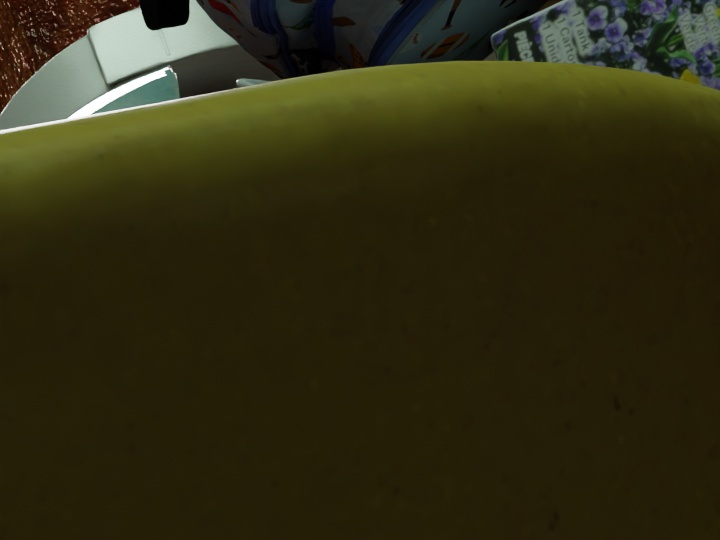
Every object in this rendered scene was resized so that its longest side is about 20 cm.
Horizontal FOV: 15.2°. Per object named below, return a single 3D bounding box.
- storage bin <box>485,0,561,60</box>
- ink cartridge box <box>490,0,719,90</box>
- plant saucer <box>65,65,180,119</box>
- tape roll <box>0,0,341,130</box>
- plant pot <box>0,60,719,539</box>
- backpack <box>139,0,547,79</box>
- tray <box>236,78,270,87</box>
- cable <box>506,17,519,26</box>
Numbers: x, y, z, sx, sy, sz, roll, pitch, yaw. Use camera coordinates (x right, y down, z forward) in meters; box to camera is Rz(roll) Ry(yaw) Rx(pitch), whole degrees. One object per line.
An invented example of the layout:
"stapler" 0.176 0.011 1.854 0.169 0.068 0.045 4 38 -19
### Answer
"storage bin" 0.104 -0.134 1.153 0.094 0.200 0.199 -18 11 37
"ink cartridge box" 0.149 -0.074 0.752 0.200 0.050 0.109 -22 -14 26
"plant saucer" -0.120 0.015 0.977 0.039 0.201 0.201 20 0 -14
"tape roll" -0.068 -0.043 1.179 0.203 0.037 0.203 -15 -36 -11
"plant pot" -0.010 0.058 0.453 0.200 0.194 0.195 -18 6 -25
"backpack" 0.009 -0.150 0.947 0.200 0.154 0.191 -49 -16 -2
"tray" 0.060 -0.018 0.849 0.200 0.022 0.107 26 16 38
"cable" 0.124 -0.061 0.904 0.200 0.050 0.097 25 73 40
